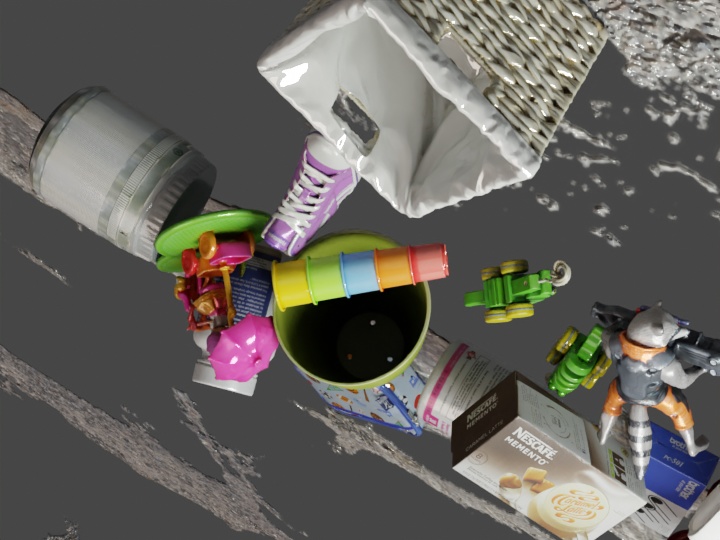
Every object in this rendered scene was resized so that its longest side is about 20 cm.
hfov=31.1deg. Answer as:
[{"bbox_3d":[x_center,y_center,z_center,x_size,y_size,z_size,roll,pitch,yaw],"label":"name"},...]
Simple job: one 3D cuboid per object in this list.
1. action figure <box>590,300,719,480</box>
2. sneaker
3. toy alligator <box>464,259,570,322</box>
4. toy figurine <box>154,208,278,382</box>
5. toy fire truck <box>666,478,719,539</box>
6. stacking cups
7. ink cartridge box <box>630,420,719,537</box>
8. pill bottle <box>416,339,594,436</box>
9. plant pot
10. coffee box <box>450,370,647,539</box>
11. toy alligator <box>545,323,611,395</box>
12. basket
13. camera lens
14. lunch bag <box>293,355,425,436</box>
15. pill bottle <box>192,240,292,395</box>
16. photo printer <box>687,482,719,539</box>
[{"bbox_3d":[0.315,0.118,1.318,0.199,0.105,0.194,13,134,32],"label":"action figure"},{"bbox_3d":[-0.059,-0.077,1.456,0.072,0.115,0.201,34,155,7],"label":"sneaker"},{"bbox_3d":[0.182,0.018,1.392,0.054,0.060,0.200,-1,170,-28],"label":"toy alligator"},{"bbox_3d":[-0.169,0.048,1.561,0.149,0.185,0.200,-2,161,-34],"label":"toy figurine"},{"bbox_3d":[0.446,0.339,1.456,0.168,0.200,0.112,42,177,-5],"label":"toy fire truck"},{"bbox_3d":[0.000,0.000,1.474,0.198,0.061,0.061,-11,142,8],"label":"stacking cups"},{"bbox_3d":[0.366,0.258,1.590,0.094,0.044,0.200,28,154,13],"label":"ink cartridge box"},{"bbox_3d":[0.180,0.180,1.605,0.199,0.114,0.114,28,155,15],"label":"pill bottle"},{"bbox_3d":[0.003,0.069,1.596,0.186,0.188,0.200,28,170,15],"label":"plant pot"},{"bbox_3d":[0.214,0.218,1.476,0.199,0.080,0.114,35,122,-20],"label":"coffee box"},{"bbox_3d":[0.236,0.117,1.473,0.059,0.054,0.200,34,156,6],"label":"toy alligator"},{"bbox_3d":[0.058,-0.176,1.064,0.198,0.161,0.200,43,154,-17],"label":"basket"},{"bbox_3d":[-0.302,-0.124,1.630,0.199,0.160,0.160,32,156,6],"label":"camera lens"},{"bbox_3d":[0.012,0.166,1.854,0.199,0.076,0.161,14,150,42],"label":"lunch bag"},{"bbox_3d":[-0.154,0.056,1.686,0.110,0.201,0.111,14,173,2],"label":"pill bottle"},{"bbox_3d":[0.448,0.255,1.328,0.166,0.069,0.200,35,119,1],"label":"photo printer"}]
